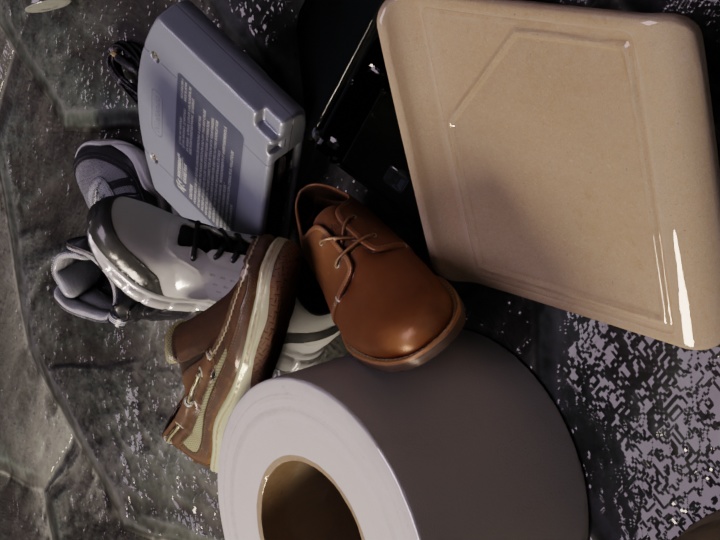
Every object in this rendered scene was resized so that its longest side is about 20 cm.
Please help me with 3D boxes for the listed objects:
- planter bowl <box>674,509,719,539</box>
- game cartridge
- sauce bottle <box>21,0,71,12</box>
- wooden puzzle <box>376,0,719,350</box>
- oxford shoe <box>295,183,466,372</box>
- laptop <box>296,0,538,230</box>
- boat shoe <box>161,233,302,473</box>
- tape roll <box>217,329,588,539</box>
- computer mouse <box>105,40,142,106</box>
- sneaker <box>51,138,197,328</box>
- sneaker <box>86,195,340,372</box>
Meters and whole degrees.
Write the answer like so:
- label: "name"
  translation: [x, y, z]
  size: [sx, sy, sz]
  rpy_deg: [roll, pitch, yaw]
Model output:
- label: "planter bowl"
  translation: [0.186, 0.232, 0.717]
  size: [0.199, 0.134, 0.202]
  rpy_deg: [18, 114, 47]
- label: "game cartridge"
  translation: [-0.099, -0.088, 0.984]
  size: [0.133, 0.041, 0.201]
  rpy_deg: [48, 155, 18]
- label: "sauce bottle"
  translation: [-0.281, -0.315, 1.179]
  size: [0.066, 0.066, 0.202]
  rpy_deg: [-10, 93, 51]
- label: "wooden puzzle"
  translation: [0.106, -0.060, 0.775]
  size: [0.199, 0.037, 0.186]
  rpy_deg: [14, 129, 43]
- label: "oxford shoe"
  translation: [0.000, 0.000, 0.868]
  size: [0.072, 0.071, 0.200]
  rpy_deg: [55, 174, -29]
- label: "laptop"
  translation: [0.046, -0.141, 0.875]
  size: [0.199, 0.103, 0.178]
  rpy_deg: [37, 133, 6]
- label: "boat shoe"
  translation: [-0.093, 0.055, 0.929]
  size: [0.074, 0.075, 0.204]
  rpy_deg: [20, 128, 3]
- label: "tape roll"
  translation: [0.022, 0.148, 0.889]
  size: [0.202, 0.138, 0.205]
  rpy_deg: [18, 114, 47]
- label: "computer mouse"
  translation: [-0.145, -0.135, 1.091]
  size: [0.199, 0.034, 0.059]
  rpy_deg: [27, 122, 44]
- label: "sneaker"
  translation: [-0.200, -0.031, 1.126]
  size: [0.200, 0.113, 0.076]
  rpy_deg: [48, 134, 30]
- label: "sneaker"
  translation: [-0.090, -0.005, 0.968]
  size: [0.080, 0.199, 0.074]
  rpy_deg: [-41, 34, 38]
